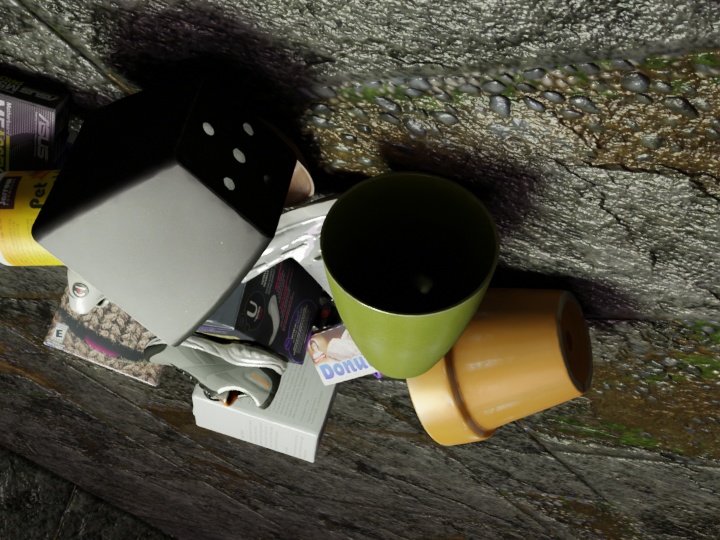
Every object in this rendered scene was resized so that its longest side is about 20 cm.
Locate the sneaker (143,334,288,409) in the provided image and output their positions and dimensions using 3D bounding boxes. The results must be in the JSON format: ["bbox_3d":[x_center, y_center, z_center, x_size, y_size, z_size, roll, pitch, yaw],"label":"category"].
[{"bbox_3d":[-0.189,0.124,1.689,0.200,0.080,0.074,9,169,26],"label":"sneaker"}]

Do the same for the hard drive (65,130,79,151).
[{"bbox_3d":[-0.241,-0.104,1.618,0.200,0.025,0.132,23,172,10],"label":"hard drive"}]

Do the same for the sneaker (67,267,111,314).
[{"bbox_3d":[-0.317,-0.005,1.683,0.074,0.089,0.200,19,-159,9],"label":"sneaker"}]

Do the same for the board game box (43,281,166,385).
[{"bbox_3d":[-0.309,0.034,1.813,0.159,0.201,0.097,21,174,-5],"label":"board game box"}]

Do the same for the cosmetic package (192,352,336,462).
[{"bbox_3d":[-0.137,0.172,2.070,0.199,0.165,0.165,18,158,2],"label":"cosmetic package"}]

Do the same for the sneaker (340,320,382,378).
[{"bbox_3d":[0.067,0.102,1.804,0.200,0.115,0.073,17,157,3],"label":"sneaker"}]

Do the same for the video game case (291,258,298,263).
[{"bbox_3d":[-0.139,-0.040,1.766,0.200,0.019,0.143,28,157,-19],"label":"video game case"}]

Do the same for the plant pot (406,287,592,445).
[{"bbox_3d":[0.174,0.101,1.634,0.183,0.201,0.200,-11,147,25],"label":"plant pot"}]

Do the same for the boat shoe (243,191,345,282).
[{"bbox_3d":[-0.069,-0.037,1.558,0.200,0.069,0.072,-20,-175,21],"label":"boat shoe"}]

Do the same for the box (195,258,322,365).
[{"bbox_3d":[-0.144,0.035,1.718,0.106,0.123,0.200,8,166,25],"label":"box"}]

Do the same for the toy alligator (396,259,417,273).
[{"bbox_3d":[0.060,-0.032,1.574,0.199,0.059,0.054,-5,-167,11],"label":"toy alligator"}]

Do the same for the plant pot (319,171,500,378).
[{"bbox_3d":[0.050,0.027,1.481,0.187,0.187,0.200,15,146,10],"label":"plant pot"}]

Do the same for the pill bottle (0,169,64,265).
[{"bbox_3d":[-0.352,-0.060,1.547,0.199,0.110,0.109,-1,155,9],"label":"pill bottle"}]

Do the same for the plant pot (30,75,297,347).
[{"bbox_3d":[-0.182,-0.080,1.387,0.177,0.200,0.200,-31,121,35],"label":"plant pot"}]

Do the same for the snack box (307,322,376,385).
[{"bbox_3d":[0.004,0.096,1.730,0.200,0.024,0.072,-21,98,50],"label":"snack box"}]

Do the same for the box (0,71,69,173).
[{"bbox_3d":[-0.430,-0.141,1.607,0.160,0.044,0.200,18,129,5],"label":"box"}]

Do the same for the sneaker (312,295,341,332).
[{"bbox_3d":[-0.096,0.073,1.927,0.200,0.071,0.098,7,153,25],"label":"sneaker"}]

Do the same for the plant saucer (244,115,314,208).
[{"bbox_3d":[-0.141,-0.134,1.515,0.200,0.037,0.200,16,158,7],"label":"plant saucer"}]

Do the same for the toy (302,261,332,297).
[{"bbox_3d":[0.000,0.000,1.691,0.115,0.047,0.200,-11,131,37],"label":"toy"}]
